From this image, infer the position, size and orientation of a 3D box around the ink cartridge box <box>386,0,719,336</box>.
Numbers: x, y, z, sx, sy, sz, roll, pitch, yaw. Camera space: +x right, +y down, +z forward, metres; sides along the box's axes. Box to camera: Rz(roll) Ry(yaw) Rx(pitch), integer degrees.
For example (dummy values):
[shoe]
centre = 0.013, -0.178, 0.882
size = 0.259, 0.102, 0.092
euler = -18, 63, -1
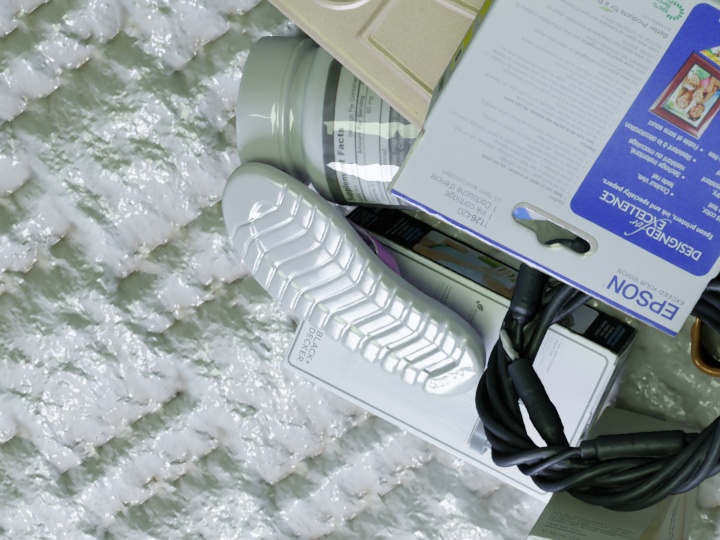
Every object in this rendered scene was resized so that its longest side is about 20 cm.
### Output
[ink cartridge box]
centre = 0.147, -0.088, 1.600
size = 0.197, 0.047, 0.200
euler = 27, 119, -8

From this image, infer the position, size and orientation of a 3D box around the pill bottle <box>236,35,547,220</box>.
[pill bottle]
centre = 0.030, -0.094, 1.739
size = 0.199, 0.114, 0.114
euler = 5, 107, 17

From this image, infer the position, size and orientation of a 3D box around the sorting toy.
[sorting toy]
centre = 0.040, -0.194, 1.637
size = 0.200, 0.036, 0.185
euler = 43, 116, 7

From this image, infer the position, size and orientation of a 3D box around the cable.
[cable]
centre = 0.158, 0.064, 1.671
size = 0.200, 0.051, 0.163
euler = 21, 77, 35

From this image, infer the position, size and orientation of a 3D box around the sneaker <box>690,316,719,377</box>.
[sneaker]
centre = 0.259, -0.019, 1.702
size = 0.073, 0.085, 0.200
euler = 25, 110, 12

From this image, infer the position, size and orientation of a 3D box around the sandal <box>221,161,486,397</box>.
[sandal]
centre = -0.005, 0.004, 1.752
size = 0.203, 0.050, 0.082
euler = 42, 129, -7

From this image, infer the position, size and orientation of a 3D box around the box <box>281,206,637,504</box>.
[box]
centre = 0.064, 0.051, 1.798
size = 0.200, 0.060, 0.117
euler = 26, 111, 10

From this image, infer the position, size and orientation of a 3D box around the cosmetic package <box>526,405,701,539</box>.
[cosmetic package]
centre = 0.153, 0.174, 1.723
size = 0.073, 0.200, 0.104
euler = 14, 115, 15
